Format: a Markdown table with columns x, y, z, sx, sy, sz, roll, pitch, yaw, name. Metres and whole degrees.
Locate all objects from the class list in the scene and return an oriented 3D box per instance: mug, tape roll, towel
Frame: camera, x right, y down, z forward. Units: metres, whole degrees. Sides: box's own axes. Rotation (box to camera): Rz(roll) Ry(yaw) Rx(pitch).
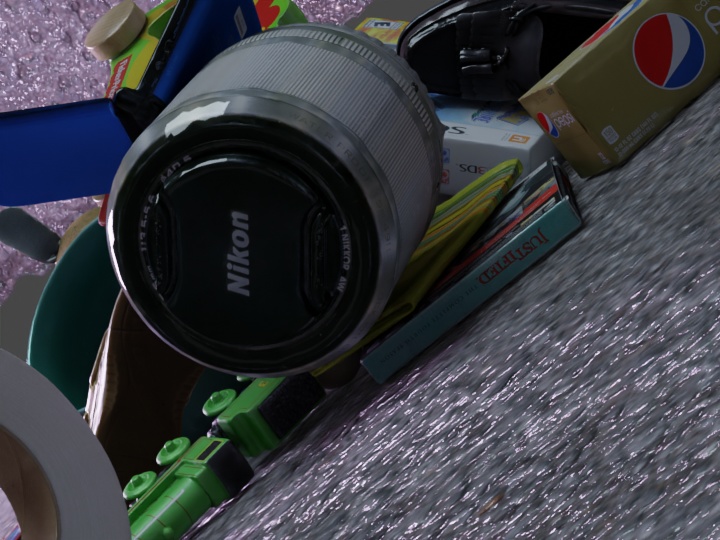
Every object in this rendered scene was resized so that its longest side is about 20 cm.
| x | y | z | sx | sy | sz | roll | pitch | yaw | name |
| --- | --- | --- | --- | --- | --- | --- | --- | --- | --- |
| -0.143 | 0.059 | 1.912 | 0.185 | 0.114 | 0.152 | -57 | 36 | 11 | mug |
| -0.208 | 0.126 | 1.449 | 0.037 | 0.203 | 0.203 | -34 | 8 | 41 | tape roll |
| 0.033 | -0.006 | 1.646 | 0.086 | 0.018 | 0.200 | -37 | 7 | 32 | towel |

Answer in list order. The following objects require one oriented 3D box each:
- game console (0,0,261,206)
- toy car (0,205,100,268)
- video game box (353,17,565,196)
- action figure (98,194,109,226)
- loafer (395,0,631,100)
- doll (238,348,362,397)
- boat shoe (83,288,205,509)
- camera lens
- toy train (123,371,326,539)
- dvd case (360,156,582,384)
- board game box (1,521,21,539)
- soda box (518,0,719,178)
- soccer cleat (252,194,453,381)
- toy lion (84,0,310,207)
| x | y | z | sx | sy | sz | roll | pitch | yaw | name |
| --- | --- | --- | --- | --- | --- | --- | --- | --- | --- |
| -0.150 | -0.114 | 1.687 | 0.200 | 0.118 | 0.171 | 76 | -142 | -78 | game console |
| -0.175 | 0.008 | 2.109 | 0.164 | 0.200 | 0.158 | -41 | -6 | -15 | toy car |
| 0.054 | -0.107 | 1.851 | 0.182 | 0.047 | 0.200 | 10 | 27 | 17 | video game box |
| -0.079 | -0.025 | 1.856 | 0.200 | 0.065 | 0.052 | 14 | -77 | -50 | action figure |
| 0.123 | -0.143 | 1.777 | 0.200 | 0.072 | 0.063 | -7 | 22 | -2 | loafer |
| -0.046 | 0.036 | 1.723 | 0.137 | 0.048 | 0.200 | -56 | 25 | -3 | doll |
| -0.134 | 0.058 | 1.747 | 0.066 | 0.074 | 0.200 | 15 | 86 | 70 | boat shoe |
| -0.043 | -0.043 | 1.566 | 0.160 | 0.160 | 0.200 | -37 | 9 | 22 | camera lens |
| -0.095 | 0.120 | 1.588 | 0.200 | 0.042 | 0.056 | -46 | 25 | -26 | toy train |
| 0.064 | -0.004 | 1.631 | 0.146 | 0.022 | 0.200 | -39 | 7 | 7 | dvd case |
| -0.246 | 0.212 | 1.782 | 0.200 | 0.019 | 0.103 | -50 | 5 | -4 | board game box |
| 0.192 | -0.143 | 1.675 | 0.200 | 0.064 | 0.068 | -42 | 6 | -15 | soda box |
| 0.000 | 0.000 | 1.826 | 0.200 | 0.069 | 0.085 | -44 | 15 | -8 | soccer cleat |
| -0.111 | -0.135 | 1.888 | 0.192 | 0.069 | 0.200 | -28 | 29 | 28 | toy lion |
